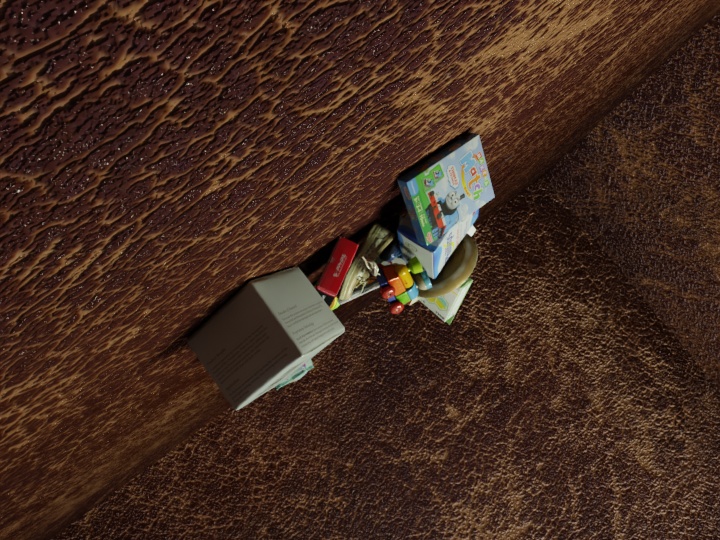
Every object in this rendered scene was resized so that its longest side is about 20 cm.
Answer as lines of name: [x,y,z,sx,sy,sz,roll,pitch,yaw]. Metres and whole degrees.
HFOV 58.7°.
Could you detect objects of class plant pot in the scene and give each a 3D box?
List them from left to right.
plant pot: [0.189,-0.024,1.561,0.200,0.200,0.027,-38,131,7]

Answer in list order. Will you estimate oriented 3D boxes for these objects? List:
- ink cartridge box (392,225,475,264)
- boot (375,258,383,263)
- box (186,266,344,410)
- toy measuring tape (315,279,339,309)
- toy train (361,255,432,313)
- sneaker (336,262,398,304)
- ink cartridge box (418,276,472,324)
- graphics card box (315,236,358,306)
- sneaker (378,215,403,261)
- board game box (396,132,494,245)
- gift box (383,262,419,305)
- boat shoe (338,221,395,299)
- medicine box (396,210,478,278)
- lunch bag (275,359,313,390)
ink cartridge box: [0.188,-0.073,1.694,0.200,0.147,0.083,-55,160,6]
boot: [0.023,-0.037,1.733,0.200,0.069,0.174,-37,180,28]
box: [-0.181,0.127,1.255,0.199,0.171,0.200,-40,173,23]
toy measuring tape: [-0.090,0.107,1.681,0.074,0.073,0.201,-24,126,-64]
toy train: [0.085,0.003,1.420,0.116,0.085,0.200,-26,142,3]
sneaker: [0.000,0.000,1.568,0.200,0.112,0.078,-26,177,27]
ink cartridge box: [0.228,0.071,1.796,0.059,0.104,0.200,-32,153,-36]
graphics card box: [-0.063,0.015,1.427,0.200,0.051,0.126,125,-11,-70]
sneaker: [0.098,-0.068,1.584,0.074,0.082,0.200,-38,-167,27]
board game box: [0.179,-0.167,1.308,0.200,0.152,0.037,-36,-147,-21]
gift box: [0.160,-0.046,1.869,0.187,0.200,0.185,-27,155,-41]
boat shoe: [0.013,-0.015,1.470,0.200,0.063,0.073,-62,-177,-10]
medicine box: [0.180,-0.110,1.463,0.200,0.103,0.182,-55,163,-12]
lunch bag: [-0.210,0.223,1.765,0.122,0.171,0.200,-32,176,5]
